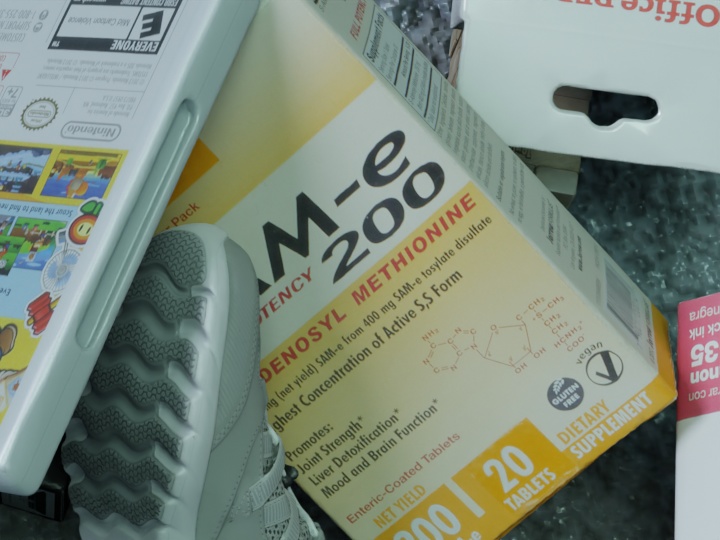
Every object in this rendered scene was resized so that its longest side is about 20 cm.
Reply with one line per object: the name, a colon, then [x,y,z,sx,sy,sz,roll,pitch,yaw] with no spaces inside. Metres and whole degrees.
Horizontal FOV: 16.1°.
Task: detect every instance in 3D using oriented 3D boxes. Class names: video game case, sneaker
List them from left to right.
video game case: [-0.143,-0.023,0.846,0.199,0.023,0.183,6,65,39]
sneaker: [-0.051,0.080,0.863,0.082,0.075,0.201,-9,110,-38]

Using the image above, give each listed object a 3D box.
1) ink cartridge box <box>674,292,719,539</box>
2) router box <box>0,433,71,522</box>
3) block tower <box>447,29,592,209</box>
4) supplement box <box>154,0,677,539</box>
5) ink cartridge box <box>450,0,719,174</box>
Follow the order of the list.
ink cartridge box: [0.179,0.118,0.892,0.146,0.082,0.201,25,62,-46]
router box: [-0.154,-0.026,0.951,0.156,0.052,0.201,17,70,-1]
block tower: [0.067,-0.108,1.005,0.054,0.058,0.201,10,72,-3]
supplement box: [0.000,0.000,0.890,0.126,0.074,0.200,-41,104,18]
ink cartridge box: [0.096,-0.141,0.936,0.114,0.068,0.201,7,93,-3]
